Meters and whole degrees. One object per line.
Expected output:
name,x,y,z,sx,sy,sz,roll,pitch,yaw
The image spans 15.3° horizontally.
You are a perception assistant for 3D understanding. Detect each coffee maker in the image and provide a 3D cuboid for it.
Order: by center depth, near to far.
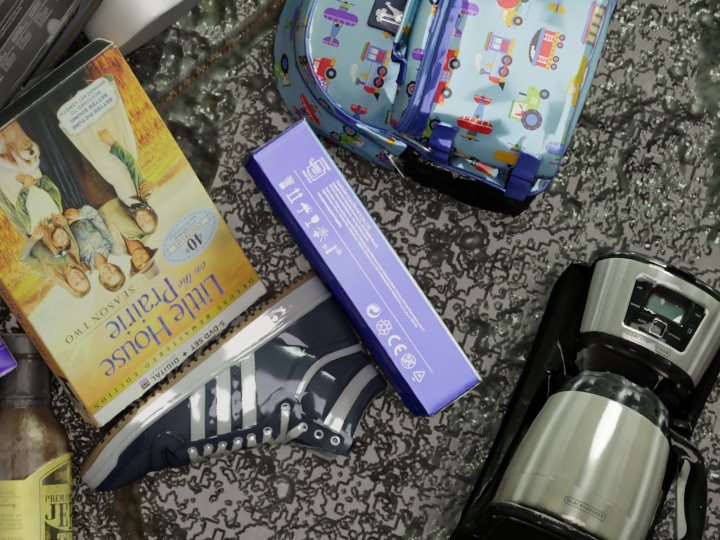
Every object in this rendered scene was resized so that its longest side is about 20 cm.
coffee maker,0.137,0.104,1.697,0.135,0.192,0.200,37,64,-24

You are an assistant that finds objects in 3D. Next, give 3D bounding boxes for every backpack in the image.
backpack,0.048,-0.148,1.704,0.199,0.135,0.183,22,86,0

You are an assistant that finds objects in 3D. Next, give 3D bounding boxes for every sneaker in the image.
sneaker,-0.075,0.102,1.717,0.200,0.070,0.109,-39,89,-7

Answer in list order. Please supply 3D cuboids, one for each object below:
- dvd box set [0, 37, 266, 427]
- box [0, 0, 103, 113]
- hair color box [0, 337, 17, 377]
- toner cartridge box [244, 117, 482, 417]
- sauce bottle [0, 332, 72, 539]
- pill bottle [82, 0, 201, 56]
dvd box set,-0.164,-0.022,1.682,0.146,0.029,0.200,-38,116,-17
box,-0.226,-0.207,1.636,0.158,0.048,0.200,45,125,6
hair color box,-0.315,0.007,1.680,0.109,0.065,0.200,-32,89,36
toner cartridge box,0.000,0.000,1.714,0.043,0.095,0.200,-34,91,-5
sauce bottle,-0.215,0.140,1.708,0.064,0.065,0.201,-1,90,-4
pill bottle,-0.182,-0.238,1.698,0.114,0.114,0.200,-36,91,-5
